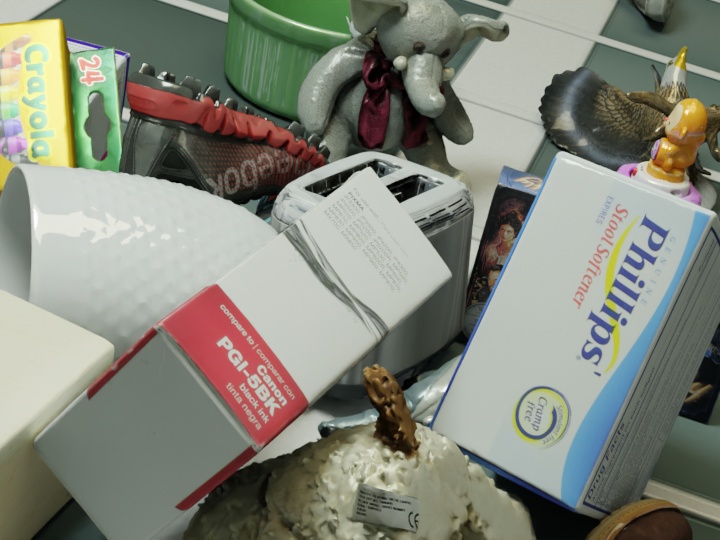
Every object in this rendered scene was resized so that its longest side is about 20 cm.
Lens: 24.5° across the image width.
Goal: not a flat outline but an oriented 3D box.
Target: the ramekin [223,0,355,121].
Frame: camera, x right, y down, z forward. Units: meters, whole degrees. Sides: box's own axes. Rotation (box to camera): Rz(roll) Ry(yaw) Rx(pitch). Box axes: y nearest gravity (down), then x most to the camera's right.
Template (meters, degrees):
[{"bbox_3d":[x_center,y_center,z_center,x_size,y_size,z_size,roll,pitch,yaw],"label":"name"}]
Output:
[{"bbox_3d":[-0.036,-0.215,1.569,0.198,0.098,0.200,11,28,-6],"label":"ramekin"}]

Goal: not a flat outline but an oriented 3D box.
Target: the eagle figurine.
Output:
[{"bbox_3d":[0.281,-0.141,1.584,0.152,0.151,0.200,49,-13,-16],"label":"eagle figurine"}]

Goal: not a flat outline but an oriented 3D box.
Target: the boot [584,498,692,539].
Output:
[{"bbox_3d":[0.176,0.223,0.935,0.166,0.073,0.199,40,38,23],"label":"boot"}]

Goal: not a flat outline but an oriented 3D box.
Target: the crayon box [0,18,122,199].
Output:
[{"bbox_3d":[-0.262,-0.099,1.125,0.198,0.051,0.128,-7,70,-6],"label":"crayon box"}]

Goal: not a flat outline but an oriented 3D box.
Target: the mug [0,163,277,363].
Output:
[{"bbox_3d":[-0.149,0.008,1.090,0.174,0.149,0.200,4,8,-22],"label":"mug"}]

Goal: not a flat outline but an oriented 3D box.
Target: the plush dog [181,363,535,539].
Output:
[{"bbox_3d":[-0.024,0.142,0.896,0.171,0.162,0.200,-16,14,32],"label":"plush dog"}]

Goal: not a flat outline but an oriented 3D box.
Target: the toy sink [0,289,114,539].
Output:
[{"bbox_3d":[-0.263,0.074,0.940,0.199,0.113,0.130,23,30,11],"label":"toy sink"}]

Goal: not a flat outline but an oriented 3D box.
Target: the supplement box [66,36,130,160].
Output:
[{"bbox_3d":[-0.254,-0.097,1.259,0.102,0.102,0.200,14,28,1],"label":"supplement box"}]

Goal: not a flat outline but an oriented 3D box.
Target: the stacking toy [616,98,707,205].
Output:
[{"bbox_3d":[0.221,-0.039,1.263,0.109,0.201,0.116,17,29,7],"label":"stacking toy"}]

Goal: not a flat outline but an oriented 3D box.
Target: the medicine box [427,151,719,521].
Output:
[{"bbox_3d":[0.143,0.049,1.012,0.102,0.183,0.200,24,-3,21],"label":"medicine box"}]

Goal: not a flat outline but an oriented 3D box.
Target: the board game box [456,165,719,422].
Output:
[{"bbox_3d":[0.180,0.018,1.212,0.198,0.136,0.035,17,29,8],"label":"board game box"}]

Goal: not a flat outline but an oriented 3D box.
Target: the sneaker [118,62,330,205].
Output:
[{"bbox_3d":[-0.098,-0.074,1.176,0.070,0.099,0.200,19,2,37],"label":"sneaker"}]

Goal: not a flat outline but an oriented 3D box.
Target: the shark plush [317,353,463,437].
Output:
[{"bbox_3d":[0.062,0.092,1.142,0.199,0.091,0.083,-30,27,-25],"label":"shark plush"}]

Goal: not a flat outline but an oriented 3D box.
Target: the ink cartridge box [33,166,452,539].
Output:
[{"bbox_3d":[-0.060,0.047,0.905,0.083,0.147,0.200,50,43,0],"label":"ink cartridge box"}]

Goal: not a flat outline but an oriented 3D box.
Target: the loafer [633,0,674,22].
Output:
[{"bbox_3d":[0.346,-0.347,2.012,0.069,0.071,0.200,10,21,4],"label":"loafer"}]

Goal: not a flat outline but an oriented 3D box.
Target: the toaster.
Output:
[{"bbox_3d":[0.000,0.000,1.157,0.113,0.130,0.199,22,27,29],"label":"toaster"}]

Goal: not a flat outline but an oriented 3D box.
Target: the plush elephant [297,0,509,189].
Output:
[{"bbox_3d":[0.037,-0.161,1.374,0.163,0.155,0.202,5,69,-22],"label":"plush elephant"}]

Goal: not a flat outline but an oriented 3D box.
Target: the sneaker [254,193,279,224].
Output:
[{"bbox_3d":[-0.050,-0.026,1.273,0.095,0.080,0.199,14,19,32],"label":"sneaker"}]
